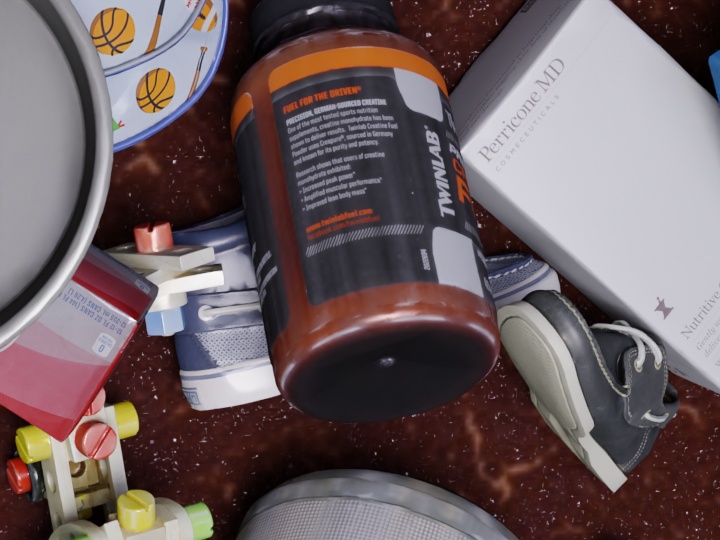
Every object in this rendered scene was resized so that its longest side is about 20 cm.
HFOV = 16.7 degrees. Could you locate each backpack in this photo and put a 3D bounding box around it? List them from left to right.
[{"bbox_3d":[-0.145,-0.145,1.116,0.199,0.154,0.191,-16,111,-14],"label":"backpack"}]

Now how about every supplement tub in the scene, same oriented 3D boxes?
[{"bbox_3d":[-0.003,-0.038,1.138,0.107,0.107,0.201,-3,61,-15],"label":"supplement tub"}]

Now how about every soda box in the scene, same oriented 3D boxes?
[{"bbox_3d":[-0.191,-0.012,1.072,0.200,0.063,0.070,32,104,-4],"label":"soda box"}]

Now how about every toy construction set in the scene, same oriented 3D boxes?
[{"bbox_3d":[-0.120,0.074,1.158,0.092,0.131,0.201,2,95,-27],"label":"toy construction set"}]

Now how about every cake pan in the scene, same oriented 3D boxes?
[{"bbox_3d":[-0.200,-0.052,1.007,0.199,0.037,0.201,0,88,-2],"label":"cake pan"}]

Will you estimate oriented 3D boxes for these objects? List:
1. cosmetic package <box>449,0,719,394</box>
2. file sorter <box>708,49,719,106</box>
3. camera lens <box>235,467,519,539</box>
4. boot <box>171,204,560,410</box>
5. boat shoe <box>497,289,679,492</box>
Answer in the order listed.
[{"bbox_3d":[0.139,-0.041,1.239,0.200,0.081,0.113,39,86,-19],"label":"cosmetic package"},{"bbox_3d":[0.289,-0.071,1.150,0.200,0.123,0.139,-30,130,-10],"label":"file sorter"},{"bbox_3d":[-0.004,0.207,1.164,0.160,0.160,0.200,34,49,-17],"label":"camera lens"},{"bbox_3d":[0.000,0.000,1.212,0.199,0.073,0.091,-16,98,-17],"label":"boot"},{"bbox_3d":[0.115,0.047,1.204,0.068,0.200,0.072,-39,64,-1],"label":"boat shoe"}]
